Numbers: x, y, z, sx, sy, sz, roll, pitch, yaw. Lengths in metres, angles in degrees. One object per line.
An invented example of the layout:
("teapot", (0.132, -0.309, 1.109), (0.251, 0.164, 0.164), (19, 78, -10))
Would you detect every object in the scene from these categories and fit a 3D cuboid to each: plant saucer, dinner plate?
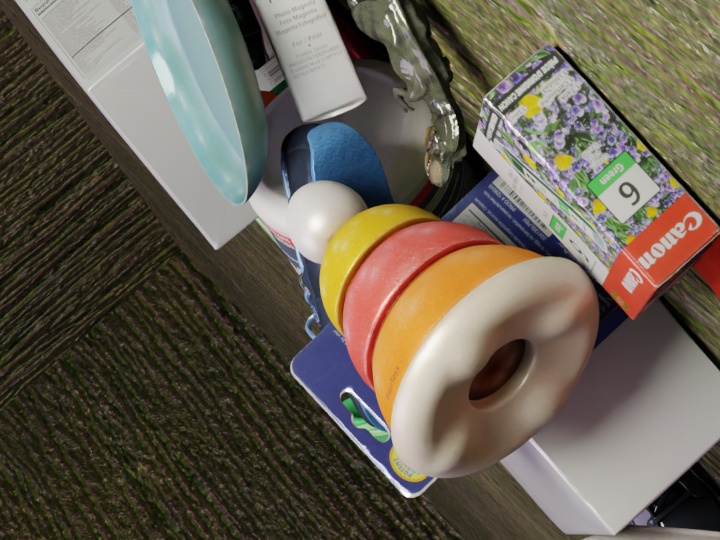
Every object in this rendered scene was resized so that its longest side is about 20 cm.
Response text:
("plant saucer", (-0.101, -0.137, 1.478), (0.200, 0.027, 0.201), (158, 90, -77))
("dinner plate", (0.231, 0.181, 1.533), (0.199, 0.024, 0.200), (7, 172, 1))

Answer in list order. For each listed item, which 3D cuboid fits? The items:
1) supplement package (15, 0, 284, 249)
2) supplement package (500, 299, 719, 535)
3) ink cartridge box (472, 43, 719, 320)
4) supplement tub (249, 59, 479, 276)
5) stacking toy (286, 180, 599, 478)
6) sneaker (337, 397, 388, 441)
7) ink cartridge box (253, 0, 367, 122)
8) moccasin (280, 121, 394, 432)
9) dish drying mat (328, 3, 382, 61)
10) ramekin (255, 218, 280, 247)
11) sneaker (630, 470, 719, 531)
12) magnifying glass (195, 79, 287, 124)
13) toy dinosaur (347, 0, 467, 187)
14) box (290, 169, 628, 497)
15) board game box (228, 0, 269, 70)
("supplement package", (-0.136, -0.165, 1.762), (0.200, 0.147, 0.191), (49, 177, 46))
("supplement package", (0.151, 0.089, 1.536), (0.120, 0.121, 0.200), (49, 174, 2))
("ink cartridge box", (0.145, -0.021, 1.272), (0.200, 0.050, 0.109), (49, 173, 8))
("supplement tub", (0.017, -0.034, 1.625), (0.140, 0.140, 0.200), (43, 171, 40))
("stacking toy", (0.026, 0.008, 1.367), (0.200, 0.146, 0.146), (43, 171, 33))
("sneaker", (0.040, 0.047, 1.552), (0.083, 0.201, 0.074), (23, -150, -5))
("ink cartridge box", (-0.059, -0.205, 1.503), (0.163, 0.057, 0.201), (-110, 2, -72))
("moccasin", (0.000, 0.000, 1.494), (0.068, 0.080, 0.201), (16, 120, 59))
("dish drying mat", (-0.049, -0.199, 1.649), (0.200, 0.018, 0.077), (49, 174, 2))
("ramekin", (-0.044, -0.081, 1.919), (0.200, 0.098, 0.200), (48, 173, 7))
("sneaker", (0.191, 0.135, 1.724), (0.202, 0.077, 0.146), (47, 176, 23))
("magnifying glass", (-0.051, -0.110, 1.649), (0.022, 0.080, 0.200), (5, -176, 31))
("toy dinosaur", (0.016, -0.150, 1.402), (0.201, 0.047, 0.088), (63, 175, -18))
("box", (0.067, 0.032, 1.426), (0.121, 0.200, 0.032), (46, 174, 23))
("board game box", (-0.110, -0.229, 1.536), (0.135, 0.028, 0.201), (86, 161, -85))
